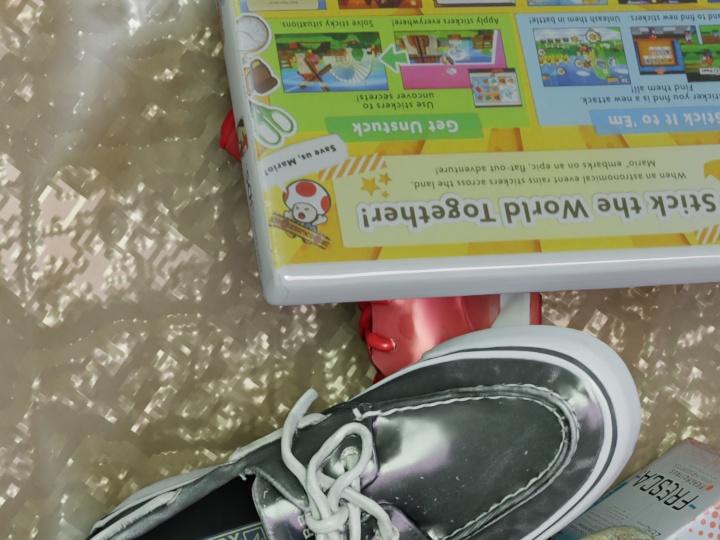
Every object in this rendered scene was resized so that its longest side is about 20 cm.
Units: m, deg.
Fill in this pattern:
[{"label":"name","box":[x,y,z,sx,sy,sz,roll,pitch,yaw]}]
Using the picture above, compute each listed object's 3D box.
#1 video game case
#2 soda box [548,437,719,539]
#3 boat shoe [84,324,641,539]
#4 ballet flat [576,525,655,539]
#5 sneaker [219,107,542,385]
[{"label":"video game case","box":[0.053,-0.079,0.968,0.199,0.023,0.183,-3,67,-17]},{"label":"soda box","box":[0.147,0.162,1.063,0.068,0.064,0.200,-33,106,-13]},{"label":"boat shoe","box":[-0.009,0.074,0.934,0.199,0.068,0.074,-17,95,21]},{"label":"ballet flat","box":[0.016,0.137,0.959,0.200,0.071,0.071,-24,106,10]},{"label":"sneaker","box":[0.000,0.000,0.992,0.115,0.078,0.201,11,80,-14]}]
